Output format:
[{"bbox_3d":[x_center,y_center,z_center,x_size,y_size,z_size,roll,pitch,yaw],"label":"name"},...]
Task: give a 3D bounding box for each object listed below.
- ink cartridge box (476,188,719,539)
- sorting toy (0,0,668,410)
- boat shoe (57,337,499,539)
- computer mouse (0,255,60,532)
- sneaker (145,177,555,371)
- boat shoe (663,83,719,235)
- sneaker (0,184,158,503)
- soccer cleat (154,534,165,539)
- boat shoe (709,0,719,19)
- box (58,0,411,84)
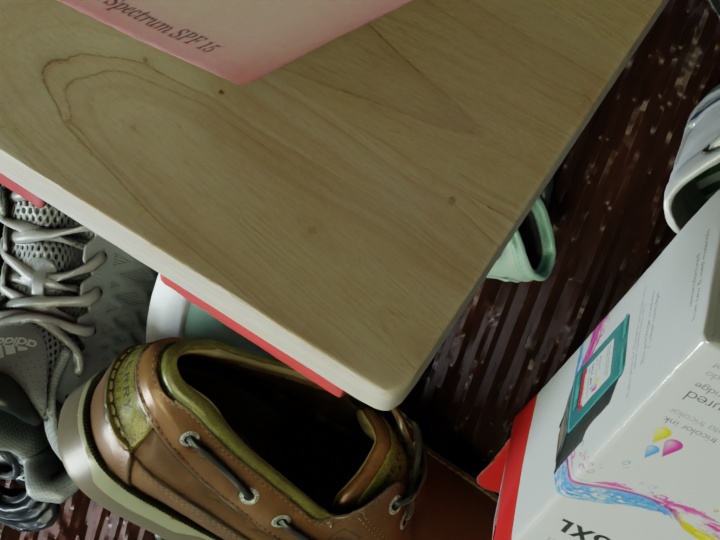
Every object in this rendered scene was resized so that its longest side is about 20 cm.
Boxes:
[{"bbox_3d":[0.121,0.067,0.959,0.116,0.067,0.200,22,142,-11],"label":"ink cartridge box"},{"bbox_3d":[-0.024,-0.079,0.911,0.200,0.199,0.070,32,159,7],"label":"sorting toy"},{"bbox_3d":[-0.007,0.079,1.022,0.200,0.072,0.068,21,142,-32],"label":"boat shoe"},{"bbox_3d":[-0.181,0.008,1.125,0.138,0.053,0.200,14,136,19],"label":"computer mouse"},{"bbox_3d":[0.000,0.000,1.007,0.118,0.074,0.201,31,126,13],"label":"sneaker"},{"bbox_3d":[0.186,-0.045,0.896,0.200,0.067,0.074,-22,109,35],"label":"boat shoe"},{"bbox_3d":[-0.107,-0.002,1.035,0.075,0.116,0.201,8,123,21],"label":"sneaker"},{"bbox_3d":[-0.024,0.157,1.100,0.070,0.086,0.201,11,113,39],"label":"soccer cleat"},{"bbox_3d":[0.152,-0.044,0.809,0.074,0.066,0.199,-19,129,31],"label":"boat shoe"},{"bbox_3d":[0.004,-0.150,0.789,0.200,0.128,0.109,-25,69,22],"label":"box"}]
